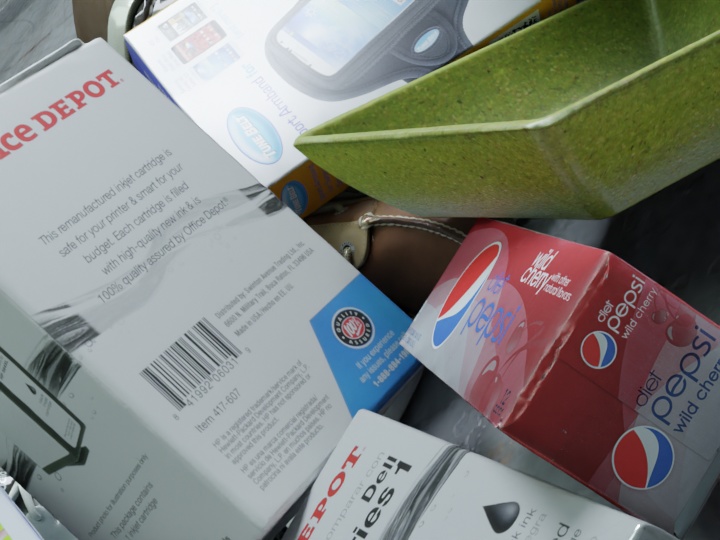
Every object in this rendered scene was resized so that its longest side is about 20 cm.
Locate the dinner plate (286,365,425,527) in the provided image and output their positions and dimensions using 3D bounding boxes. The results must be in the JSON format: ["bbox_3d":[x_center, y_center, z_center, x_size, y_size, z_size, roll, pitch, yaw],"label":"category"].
[{"bbox_3d":[-0.031,0.058,0.899,0.200,0.024,0.201,-43,27,28],"label":"dinner plate"}]

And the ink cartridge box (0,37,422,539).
[{"bbox_3d":[-0.091,0.020,0.726,0.146,0.200,0.084,-42,-9,-49],"label":"ink cartridge box"}]

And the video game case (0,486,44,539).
[{"bbox_3d":[-0.119,0.168,0.687,0.045,0.201,0.181,-28,23,-17],"label":"video game case"}]

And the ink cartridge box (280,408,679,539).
[{"bbox_3d":[0.031,0.140,0.590,0.147,0.084,0.200,-59,24,-9],"label":"ink cartridge box"}]

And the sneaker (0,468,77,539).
[{"bbox_3d":[-0.134,0.106,0.874,0.202,0.115,0.076,-61,23,18],"label":"sneaker"}]

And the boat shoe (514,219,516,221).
[{"bbox_3d":[0.005,-0.052,0.896,0.072,0.068,0.200,-44,23,-16],"label":"boat shoe"}]

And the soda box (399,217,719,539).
[{"bbox_3d":[0.070,0.029,0.623,0.064,0.070,0.200,-57,9,0],"label":"soda box"}]

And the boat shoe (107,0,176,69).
[{"bbox_3d":[-0.078,-0.044,0.907,0.060,0.203,0.072,3,21,32],"label":"boat shoe"}]

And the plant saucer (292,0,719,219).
[{"bbox_3d":[0.100,-0.069,0.693,0.199,0.048,0.199,-27,13,-23],"label":"plant saucer"}]

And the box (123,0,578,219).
[{"bbox_3d":[-0.014,-0.103,0.821,0.199,0.042,0.119,-34,58,-11],"label":"box"}]

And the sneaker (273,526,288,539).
[{"bbox_3d":[-0.091,0.160,0.826,0.199,0.078,0.092,-15,40,43],"label":"sneaker"}]

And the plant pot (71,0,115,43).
[{"bbox_3d":[-0.029,-0.152,0.971,0.174,0.200,0.201,-2,56,51],"label":"plant pot"}]

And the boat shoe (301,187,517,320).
[{"bbox_3d":[0.000,0.000,0.811,0.072,0.076,0.199,-35,20,-28],"label":"boat shoe"}]
